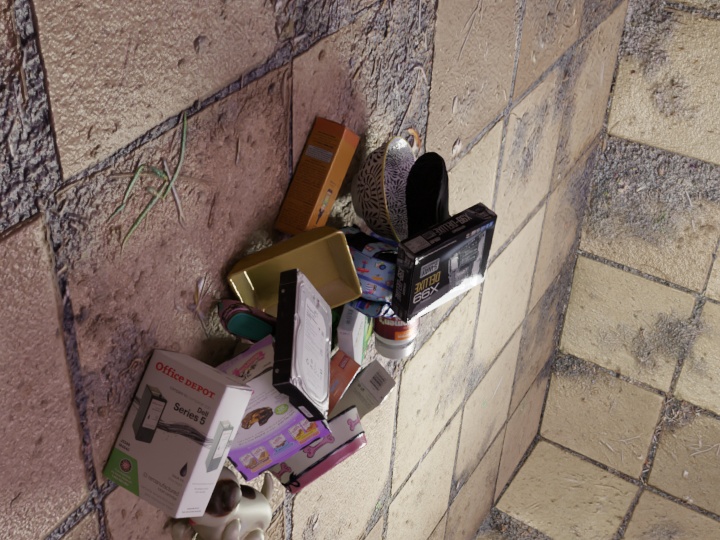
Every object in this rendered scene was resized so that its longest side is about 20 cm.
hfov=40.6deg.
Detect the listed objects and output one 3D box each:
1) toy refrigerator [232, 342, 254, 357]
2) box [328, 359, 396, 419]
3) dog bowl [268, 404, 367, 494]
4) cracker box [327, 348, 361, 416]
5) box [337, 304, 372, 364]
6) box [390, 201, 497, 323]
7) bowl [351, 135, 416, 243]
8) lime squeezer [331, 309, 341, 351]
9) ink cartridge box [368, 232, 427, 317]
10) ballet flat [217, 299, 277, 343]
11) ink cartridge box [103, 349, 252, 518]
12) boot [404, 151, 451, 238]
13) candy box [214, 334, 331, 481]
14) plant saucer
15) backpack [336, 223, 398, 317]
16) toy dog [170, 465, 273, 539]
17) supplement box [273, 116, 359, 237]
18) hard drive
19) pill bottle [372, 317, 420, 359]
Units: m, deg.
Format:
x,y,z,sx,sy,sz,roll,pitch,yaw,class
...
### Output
x,y,z,sx,sy,sz,roll,pitch,yaw,class
-0.180,0.226,1.668,0.070,0.074,0.203,-82,177,-54,toy refrigerator
-0.020,0.264,1.960,0.200,0.069,0.082,-41,-178,40,box
-0.073,0.329,1.765,0.198,0.074,0.200,-33,172,-5,dog bowl
-0.082,0.244,1.842,0.135,0.057,0.200,-55,-177,-30,cracker box
-0.009,0.115,1.965,0.201,0.036,0.146,88,16,-55,box
0.147,-0.014,1.725,0.198,0.050,0.160,-26,140,-31,box
0.041,-0.142,1.815,0.200,0.093,0.205,-5,90,-65,bowl
-0.071,0.105,1.899,0.070,0.038,0.200,-37,157,5,lime squeezer
0.125,-0.020,2.029,0.043,0.202,0.196,-33,177,32,ink cartridge box
-0.153,0.094,1.583,0.199,0.071,0.069,32,107,-39,ballet flat
-0.266,0.236,1.425,0.084,0.144,0.203,26,86,-65,ink cartridge box
0.149,-0.100,1.830,0.157,0.078,0.215,24,69,-56,boot
-0.164,0.225,1.574,0.166,0.072,0.201,-30,131,-1,candy box
-0.109,0.009,1.605,0.197,0.049,0.201,-21,146,-3,plant saucer
0.000,0.000,1.761,0.136,0.180,0.200,-66,163,6,backpack
-0.228,0.408,1.650,0.193,0.139,0.201,-40,141,-13,toy dog
-0.073,-0.148,1.630,0.066,0.068,0.203,26,84,-66,supplement box
-0.088,0.117,1.532,0.140,0.037,0.203,55,29,-50,hard drive
0.076,0.089,2.102,0.110,0.108,0.203,-46,148,-41,pill bottle
